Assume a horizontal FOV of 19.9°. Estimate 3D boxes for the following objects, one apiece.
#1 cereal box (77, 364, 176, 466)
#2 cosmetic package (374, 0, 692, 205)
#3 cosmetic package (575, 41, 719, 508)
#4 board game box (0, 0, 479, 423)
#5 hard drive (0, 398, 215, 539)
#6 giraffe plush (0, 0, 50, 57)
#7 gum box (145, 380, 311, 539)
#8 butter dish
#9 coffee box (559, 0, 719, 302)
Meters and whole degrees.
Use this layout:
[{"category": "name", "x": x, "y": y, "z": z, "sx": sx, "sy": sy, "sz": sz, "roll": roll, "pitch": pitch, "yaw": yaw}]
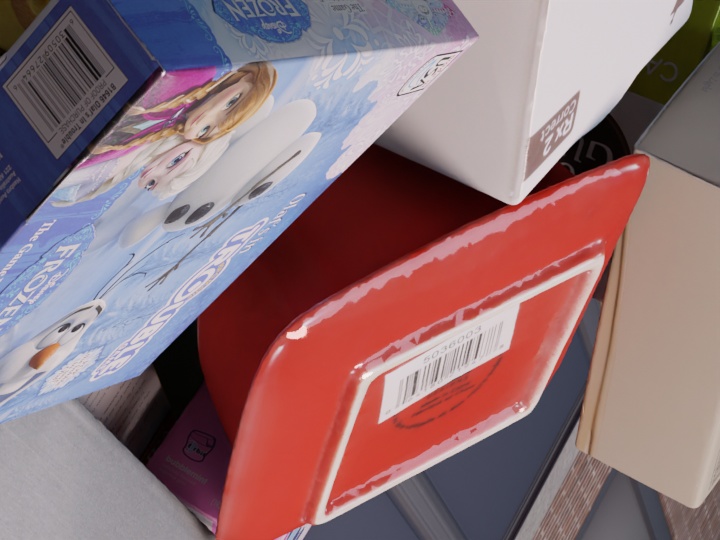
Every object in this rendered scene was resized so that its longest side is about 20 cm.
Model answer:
[{"category": "cereal box", "x": -0.149, "y": 0.076, "z": 0.893, "sx": 0.144, "sy": 0.039, "sz": 0.200, "roll": -55, "pitch": 157, "yaw": -23}, {"category": "cosmetic package", "x": 0.027, "y": -0.164, "z": 0.835, "sx": 0.165, "sy": 0.199, "sz": 0.166, "roll": -46, "pitch": 151, "yaw": -40}, {"category": "cosmetic package", "x": 0.165, "y": 0.004, "z": 0.960, "sx": 0.104, "sy": 0.073, "sz": 0.201, "roll": -46, "pitch": 152, "yaw": -39}, {"category": "board game box", "x": -0.079, "y": -0.020, "z": 0.668, "sx": 0.200, "sy": 0.043, "sz": 0.199, "roll": -44, "pitch": 168, "yaw": 27}, {"category": "hard drive", "x": -0.128, "y": 0.134, "z": 0.831, "sx": 0.200, "sy": 0.033, "sz": 0.140, "roll": 55, "pitch": 50, "yaw": -52}, {"category": "giraffe plush", "x": -0.087, "y": -0.135, "z": 0.662, "sx": 0.200, "sy": 0.171, "sz": 0.163, "roll": -114, "pitch": -144, "yaw": -76}, {"category": "gum box", "x": -0.057, "y": 0.109, "z": 1.041, "sx": 0.114, "sy": 0.066, "sz": 0.200, "roll": -56, "pitch": 172, "yaw": -25}, {"category": "butter dish", "x": 0.000, "y": 0.000, "z": 0.896, "sx": 0.199, "sy": 0.148, "sz": 0.200, "roll": -25, "pitch": 155, "yaw": -26}, {"category": "coffee box", "x": 0.108, "y": -0.118, "z": 1.067, "sx": 0.200, "sy": 0.199, "sz": 0.199, "roll": -15, "pitch": 126, "yaw": -63}]
